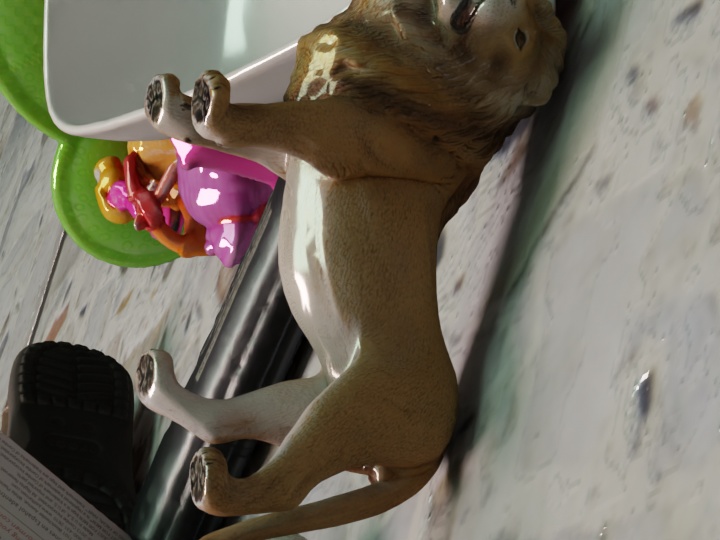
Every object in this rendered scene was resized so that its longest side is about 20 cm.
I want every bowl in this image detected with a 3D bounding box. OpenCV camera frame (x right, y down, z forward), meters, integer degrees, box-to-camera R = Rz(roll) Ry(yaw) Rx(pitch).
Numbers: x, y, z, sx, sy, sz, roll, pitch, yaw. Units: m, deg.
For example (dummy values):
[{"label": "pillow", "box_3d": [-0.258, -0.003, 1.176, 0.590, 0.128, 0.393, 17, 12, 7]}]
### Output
[{"label": "bowl", "box_3d": [-0.023, -0.146, 0.999, 0.200, 0.074, 0.201, -19, 63, 47]}]

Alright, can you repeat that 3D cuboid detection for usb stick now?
[{"label": "usb stick", "box_3d": [-0.036, 0.018, 1.061, 0.055, 0.032, 0.201, -103, 36, -77]}]

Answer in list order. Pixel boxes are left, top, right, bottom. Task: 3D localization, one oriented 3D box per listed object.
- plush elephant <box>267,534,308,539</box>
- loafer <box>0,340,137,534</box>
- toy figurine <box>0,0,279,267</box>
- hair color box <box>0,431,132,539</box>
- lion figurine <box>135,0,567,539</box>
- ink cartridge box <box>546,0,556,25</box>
[{"label": "plush elephant", "box_3d": [-0.118, 0.153, 0.894, 0.164, 0.154, 0.201, -17, -56, -50]}, {"label": "loafer", "box_3d": [-0.131, 0.113, 1.218, 0.200, 0.073, 0.071, -83, 9, -57]}, {"label": "toy figurine", "box_3d": [-0.068, -0.066, 1.148, 0.184, 0.149, 0.201, -131, 41, -63]}, {"label": "hair color box", "box_3d": [-0.159, 0.151, 1.024, 0.064, 0.111, 0.200, -45, 9, 37]}, {"label": "lion figurine", "box_3d": [0.000, 0.000, 0.854, 0.072, 0.122, 0.201, -6, 78, 63]}, {"label": "ink cartridge box", "box_3d": [0.077, -0.184, 0.948, 0.161, 0.050, 0.201, -126, 40, -72]}]
